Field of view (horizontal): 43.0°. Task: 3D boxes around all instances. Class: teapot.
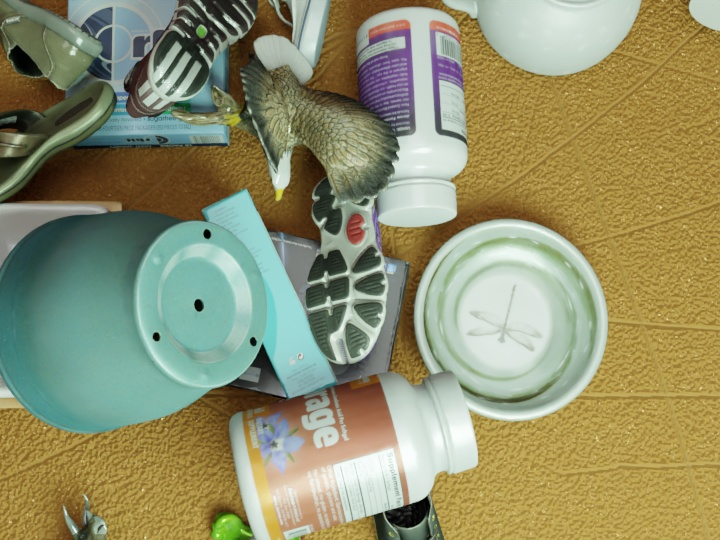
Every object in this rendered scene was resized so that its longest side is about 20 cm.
[{"bbox_3d":[0.209,-0.312,0.954,0.196,0.146,0.202,32,81,5],"label":"teapot"}]

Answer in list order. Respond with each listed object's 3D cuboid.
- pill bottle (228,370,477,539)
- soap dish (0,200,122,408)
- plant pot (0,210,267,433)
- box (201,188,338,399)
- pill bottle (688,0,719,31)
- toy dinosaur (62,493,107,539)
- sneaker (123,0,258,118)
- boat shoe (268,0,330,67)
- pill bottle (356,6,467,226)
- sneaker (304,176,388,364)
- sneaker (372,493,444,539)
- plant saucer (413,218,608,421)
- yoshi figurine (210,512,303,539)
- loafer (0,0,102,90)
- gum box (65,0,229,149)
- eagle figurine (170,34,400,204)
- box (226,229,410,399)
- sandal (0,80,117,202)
[{"bbox_3d":[-0.005,0.152,0.780,0.196,0.112,0.114,-15,80,-6],"label":"pill bottle"},{"bbox_3d":[-0.313,0.034,0.904,0.154,0.081,0.204,0,80,-2],"label":"soap dish"},{"bbox_3d":[-0.187,0.036,0.790,0.198,0.186,0.204,11,74,-44],"label":"plant pot"},{"bbox_3d":[-0.084,0.030,0.867,0.049,0.082,0.202,-25,81,-6],"label":"box"},{"bbox_3d":[0.422,-0.367,0.988,0.111,0.113,0.203,20,79,2],"label":"pill bottle"},{"bbox_3d":[-0.280,0.326,0.865,0.102,0.077,0.201,34,85,17],"label":"toy dinosaur"},{"bbox_3d":[-0.183,-0.225,0.919,0.076,0.115,0.202,45,45,-21],"label":"sneaker"},{"bbox_3d":[-0.072,-0.316,0.982,0.084,0.075,0.206,6,77,-1],"label":"boat shoe"},{"bbox_3d":[0.053,-0.153,0.936,0.109,0.112,0.204,-2,79,-2],"label":"pill bottle"},{"bbox_3d":[0.000,0.000,0.865,0.079,0.084,0.203,-11,55,19],"label":"sneaker"},{"bbox_3d":[0.052,0.275,0.858,0.074,0.106,0.203,-18,80,-5],"label":"sneaker"},{"bbox_3d":[0.150,0.051,0.932,0.196,0.050,0.204,0,80,-2],"label":"plant saucer"},{"bbox_3d":[-0.093,0.248,0.861,0.111,0.112,0.203,19,76,8],"label":"yoshi figurine"},{"bbox_3d":[-0.349,-0.241,0.935,0.198,0.075,0.070,29,91,32],"label":"loafer"},{"bbox_3d":[-0.226,-0.235,0.976,0.166,0.045,0.204,-1,79,-2],"label":"gum box"},{"bbox_3d":[-0.067,-0.139,0.870,0.151,0.199,0.153,-35,114,-22],"label":"eagle figurine"},{"bbox_3d":[-0.061,0.051,0.928,0.196,0.044,0.163,13,79,0],"label":"box"},{"bbox_3d":[-0.333,-0.133,0.894,0.200,0.058,0.080,-38,47,-8],"label":"sandal"}]
